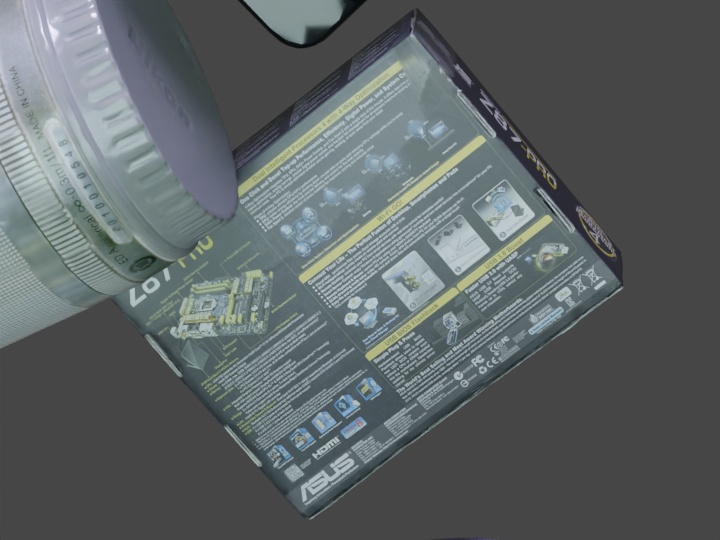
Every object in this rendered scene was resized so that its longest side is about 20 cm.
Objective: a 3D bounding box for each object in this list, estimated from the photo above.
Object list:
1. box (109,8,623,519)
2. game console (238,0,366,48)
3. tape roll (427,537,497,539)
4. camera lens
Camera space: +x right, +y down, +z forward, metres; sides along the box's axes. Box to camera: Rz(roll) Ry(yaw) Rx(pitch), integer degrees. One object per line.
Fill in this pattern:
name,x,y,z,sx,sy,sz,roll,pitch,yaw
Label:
box,0.000,0.000,1.380,0.200,0.049,0.161,-38,106,16
game console,-0.020,-0.203,1.266,0.200,0.118,0.171,-42,103,18
tape roll,0.015,0.213,1.380,0.199,0.200,0.086,-14,110,9
camera lens,-0.175,-0.047,1.314,0.199,0.160,0.161,-24,108,13
